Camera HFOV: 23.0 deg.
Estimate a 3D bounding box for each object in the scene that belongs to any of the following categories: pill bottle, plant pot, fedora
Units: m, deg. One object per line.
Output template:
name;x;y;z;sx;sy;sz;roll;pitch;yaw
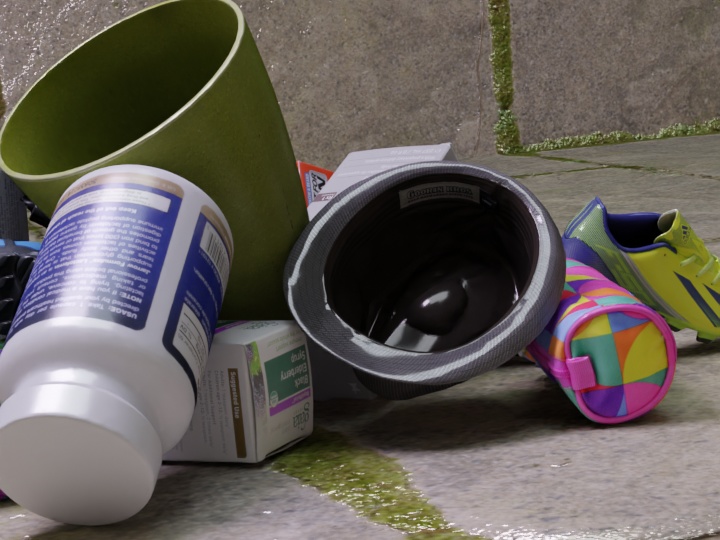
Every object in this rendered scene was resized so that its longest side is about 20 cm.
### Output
pill bottle;-0.145;0.042;1.027;0.115;0.116;0.200;-3;42;13
plant pot;-0.113;-0.049;1.196;0.186;0.200;0.187;-22;33;15
fedora;0.045;0.020;1.186;0.176;0.090;0.200;24;55;19

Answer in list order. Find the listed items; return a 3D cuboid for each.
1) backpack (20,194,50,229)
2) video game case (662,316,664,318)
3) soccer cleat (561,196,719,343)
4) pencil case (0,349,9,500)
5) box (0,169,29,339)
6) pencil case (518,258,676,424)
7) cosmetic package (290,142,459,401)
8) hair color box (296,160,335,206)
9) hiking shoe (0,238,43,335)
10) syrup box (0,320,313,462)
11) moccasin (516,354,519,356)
backpack;-0.184;-0.072;1.441;0.153;0.176;0.200;-46;11;-1
video game case;0.143;0.011;1.499;0.199;0.019;0.143;24;23;33
soccer cleat;0.243;-0.001;1.340;0.199;0.084;0.065;16;23;-22
pencil case;-0.264;0.090;1.127;0.085;0.093;0.200;30;-14;-32
box;-0.328;0.014;1.355;0.104;0.185;0.200;-2;7;7
pencil case;0.149;0.044;1.211;0.088;0.089;0.200;-6;9;-8
cosmetic package;0.000;0.000;1.311;0.106;0.090;0.200;-2;36;37
hair color box;-0.015;-0.028;1.562;0.200;0.064;0.111;14;-30;-44
hiking shoe;-0.267;0.010;1.211;0.199;0.075;0.087;13;6;27
syrup box;-0.136;0.077;1.162;0.199;0.082;0.079;-2;9;27
moccasin;0.082;0.023;1.379;0.200;0.074;0.078;-3;50;19
